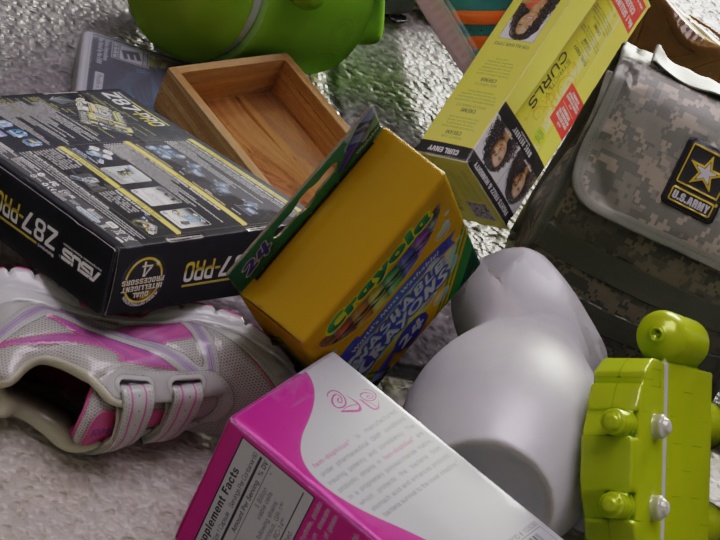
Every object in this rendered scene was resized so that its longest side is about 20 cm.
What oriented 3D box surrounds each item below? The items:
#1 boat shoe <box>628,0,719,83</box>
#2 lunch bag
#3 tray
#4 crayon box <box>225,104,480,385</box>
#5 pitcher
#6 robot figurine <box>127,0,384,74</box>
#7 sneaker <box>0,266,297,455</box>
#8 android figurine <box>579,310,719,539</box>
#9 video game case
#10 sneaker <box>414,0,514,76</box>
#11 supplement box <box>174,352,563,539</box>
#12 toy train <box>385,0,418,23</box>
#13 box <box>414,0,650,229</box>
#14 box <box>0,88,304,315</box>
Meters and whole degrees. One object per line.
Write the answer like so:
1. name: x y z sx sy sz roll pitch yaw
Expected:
1. boat shoe: 0.237 -0.155 2.152 0.200 0.072 0.072 31 4 24
2. lunch bag: 0.196 -0.033 1.843 0.164 0.200 0.118 25 35 -3
3. tray: -0.036 -0.056 1.830 0.098 0.037 0.200 -11 49 -39
4. crayon box: 0.000 0.000 1.653 0.052 0.126 0.200 38 -8 19
5. pitcher: 0.106 0.099 1.707 0.172 0.121 0.200 44 28 -11
6. robot figurine: -0.071 -0.191 1.933 0.200 0.116 0.175 1 2 -44
7. sneaker: -0.131 0.068 1.624 0.199 0.082 0.088 11 41 -10
8. android figurine: 0.172 0.114 1.675 0.041 0.183 0.200 0 -7 22
9. video game case: -0.100 -0.065 1.849 0.181 0.023 0.200 17 36 -13
10. sneaker: 0.094 -0.169 1.980 0.200 0.080 0.071 54 6 -25
11. supplement box: 0.014 0.154 1.577 0.200 0.104 0.101 40 38 16
12. toy train: 0.059 -0.205 2.118 0.200 0.034 0.046 -8 44 -39
13. box: 0.115 -0.128 1.932 0.050 0.075 0.200 13 60 39
14. box: -0.144 -0.045 1.687 0.161 0.049 0.200 -11 33 -44
